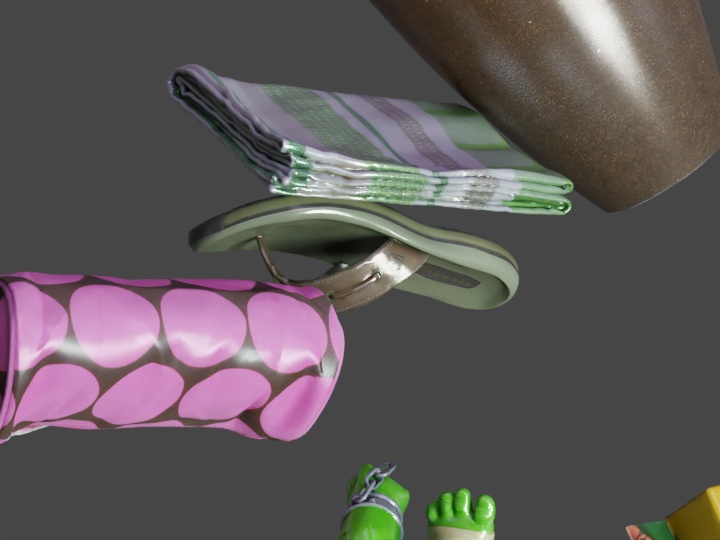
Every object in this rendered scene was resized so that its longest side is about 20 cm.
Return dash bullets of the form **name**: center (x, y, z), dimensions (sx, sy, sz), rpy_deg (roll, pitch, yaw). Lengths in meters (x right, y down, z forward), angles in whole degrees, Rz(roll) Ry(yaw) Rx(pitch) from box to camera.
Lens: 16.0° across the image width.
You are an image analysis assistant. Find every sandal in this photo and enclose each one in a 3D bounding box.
- **sandal**: center (0.001, 0.000, 1.419), dimensions (0.200, 0.080, 0.058), rpy_deg (13, 70, -25)

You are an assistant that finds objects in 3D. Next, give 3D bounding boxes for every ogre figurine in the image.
- **ogre figurine**: center (0.053, 0.197, 1.323), dimensions (0.201, 0.098, 0.120), rpy_deg (61, 32, -6)

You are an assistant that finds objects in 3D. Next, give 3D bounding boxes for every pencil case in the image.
- **pencil case**: center (-0.109, 0.050, 1.316), dimensions (0.199, 0.094, 0.091), rpy_deg (3, 16, -29)

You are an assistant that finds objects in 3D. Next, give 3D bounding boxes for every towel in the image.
- **towel**: center (0.006, -0.077, 1.443), dimensions (0.199, 0.031, 0.149), rpy_deg (3, 24, -33)

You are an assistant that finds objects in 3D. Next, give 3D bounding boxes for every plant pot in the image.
- **plant pot**: center (0.129, -0.141, 1.530), dimensions (0.201, 0.186, 0.187), rpy_deg (55, 49, -11)

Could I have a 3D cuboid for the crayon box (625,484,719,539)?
- **crayon box**: center (0.261, 0.181, 1.482), dimensions (0.199, 0.051, 0.128), rpy_deg (-9, 68, -34)
